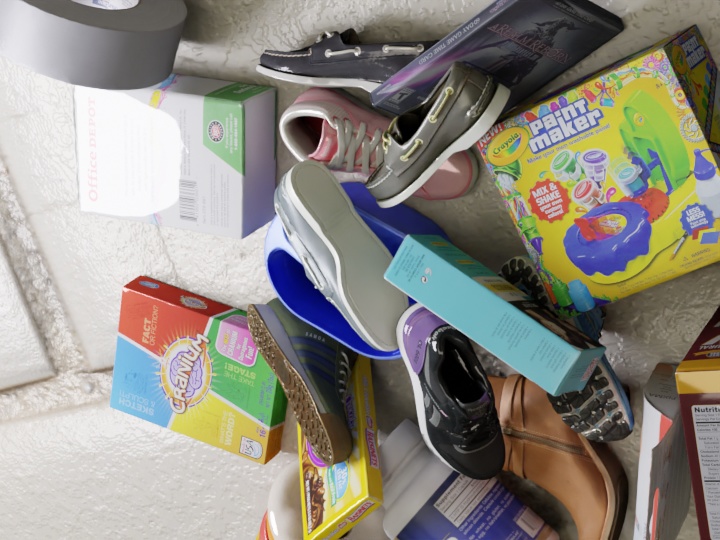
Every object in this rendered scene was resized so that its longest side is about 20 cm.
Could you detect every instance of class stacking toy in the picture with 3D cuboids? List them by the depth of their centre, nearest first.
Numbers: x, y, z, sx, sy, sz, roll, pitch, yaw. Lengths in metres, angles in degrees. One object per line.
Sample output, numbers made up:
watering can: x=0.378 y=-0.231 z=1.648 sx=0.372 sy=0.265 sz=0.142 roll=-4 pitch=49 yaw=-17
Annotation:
stacking toy: x=-0.067 y=0.300 z=1.887 sx=0.146 sy=0.146 sz=0.200 roll=48 pitch=140 yaw=3

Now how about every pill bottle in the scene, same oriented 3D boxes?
pill bottle: x=0.093 y=0.250 z=1.775 sx=0.200 sy=0.120 sz=0.120 roll=41 pitch=120 yaw=8

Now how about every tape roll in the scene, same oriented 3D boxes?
tape roll: x=-0.276 y=-0.252 z=1.726 sx=0.200 sy=0.200 sz=0.066 roll=26 pitch=117 yaw=15

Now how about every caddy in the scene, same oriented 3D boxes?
caddy: x=0.000 y=0.000 z=1.737 sx=0.199 sy=0.105 sz=0.142 roll=29 pitch=119 yaw=13

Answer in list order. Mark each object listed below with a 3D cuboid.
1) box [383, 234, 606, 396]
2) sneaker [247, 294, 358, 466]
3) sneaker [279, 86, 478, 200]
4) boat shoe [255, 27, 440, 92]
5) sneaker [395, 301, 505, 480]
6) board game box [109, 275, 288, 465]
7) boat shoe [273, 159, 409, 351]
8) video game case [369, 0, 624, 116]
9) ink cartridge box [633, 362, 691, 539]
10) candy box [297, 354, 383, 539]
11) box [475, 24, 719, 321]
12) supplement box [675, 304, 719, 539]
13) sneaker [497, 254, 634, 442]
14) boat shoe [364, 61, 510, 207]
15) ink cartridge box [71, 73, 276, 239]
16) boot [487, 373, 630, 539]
box: x=0.124 y=0.039 z=1.602 sx=0.200 sy=0.082 sz=0.049 roll=34 pitch=104 yaw=21
sneaker: x=-0.036 y=0.100 z=1.769 sx=0.201 sy=0.089 sz=0.067 roll=58 pitch=153 yaw=30
sneaker: x=0.011 y=-0.115 z=1.695 sx=0.200 sy=0.105 sz=0.076 roll=26 pitch=115 yaw=14
boat shoe: x=-0.010 y=-0.205 z=1.690 sx=0.199 sy=0.074 sz=0.061 roll=11 pitch=102 yaw=29
sneaker: x=0.094 y=0.130 z=1.647 sx=0.076 sy=0.088 sz=0.201 roll=-30 pitch=117 yaw=-10
board game box: x=-0.173 y=0.108 z=1.897 sx=0.199 sy=0.040 sz=0.154 roll=18 pitch=114 yaw=19
boat shoe: x=-0.020 y=-0.009 z=1.672 sx=0.062 sy=0.073 sz=0.201 roll=-30 pitch=90 yaw=54
video game case: x=0.125 y=-0.192 z=1.598 sx=0.200 sy=0.143 sz=0.019 roll=-33 pitch=60 yaw=31
ink cartridge box: x=0.271 y=0.197 z=1.624 sx=0.050 sy=0.200 sz=0.163 roll=9 pitch=111 yaw=22
candy box: x=-0.023 y=0.181 z=1.776 sx=0.026 sy=0.201 sz=0.102 roll=31 pitch=124 yaw=-31
box: x=0.244 y=-0.089 z=1.583 sx=0.199 sy=0.122 sz=0.193 roll=-24 pitch=96 yaw=30
supplement box: x=0.381 y=0.144 z=1.555 sx=0.132 sy=0.197 sz=0.201 roll=-3 pitch=107 yaw=26
sneaker: x=0.214 y=0.067 z=1.665 sx=0.078 sy=0.090 sz=0.201 roll=-34 pitch=80 yaw=47
boat shoe: x=0.058 y=-0.125 z=1.596 sx=0.060 sy=0.072 sz=0.202 roll=35 pitch=141 yaw=-13
ink cartridge box: x=-0.192 y=-0.124 z=1.797 sx=0.199 sy=0.087 sz=0.146 roll=9 pitch=111 yaw=21
boot: x=0.186 y=0.199 z=1.733 sx=0.154 sy=0.077 sz=0.201 roll=4 pitch=105 yaw=20
